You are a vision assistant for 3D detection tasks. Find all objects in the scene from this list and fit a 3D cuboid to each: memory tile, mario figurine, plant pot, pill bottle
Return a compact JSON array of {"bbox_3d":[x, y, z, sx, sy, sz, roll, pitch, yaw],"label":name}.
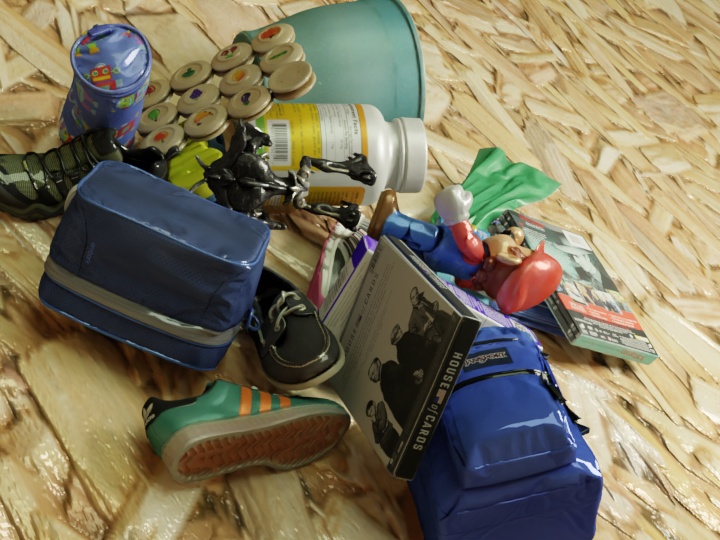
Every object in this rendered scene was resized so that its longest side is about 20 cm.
[{"bbox_3d":[-0.151,-0.193,1.501,0.200,0.017,0.153,-25,39,2],"label":"memory tile"},{"bbox_3d":[0.109,-0.029,1.420,0.200,0.106,0.123,20,7,2],"label":"mario figurine"},{"bbox_3d":[-0.050,-0.215,1.642,0.188,0.200,0.200,-7,44,-21],"label":"plant pot"},{"bbox_3d":[-0.033,-0.125,1.529,0.199,0.111,0.111,0,39,-10],"label":"pill bottle"}]

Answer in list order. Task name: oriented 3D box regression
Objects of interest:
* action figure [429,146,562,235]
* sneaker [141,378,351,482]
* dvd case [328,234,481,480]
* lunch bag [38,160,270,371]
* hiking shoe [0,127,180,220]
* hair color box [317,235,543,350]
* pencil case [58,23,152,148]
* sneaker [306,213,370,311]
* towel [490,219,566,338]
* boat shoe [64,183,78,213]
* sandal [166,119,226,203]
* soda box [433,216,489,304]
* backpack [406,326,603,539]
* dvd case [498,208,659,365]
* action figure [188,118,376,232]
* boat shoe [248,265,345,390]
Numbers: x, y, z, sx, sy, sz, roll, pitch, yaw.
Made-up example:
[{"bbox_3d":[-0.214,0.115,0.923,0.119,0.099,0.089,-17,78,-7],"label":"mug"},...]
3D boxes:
[{"bbox_3d":[0.143,-0.073,1.684,0.118,0.055,0.200,23,40,26],"label":"action figure"},{"bbox_3d":[-0.097,0.126,1.219,0.200,0.071,0.080,-1,39,-43],"label":"sneaker"},{"bbox_3d":[0.032,0.070,1.227,0.025,0.151,0.200,16,15,-23],"label":"dvd case"},{"bbox_3d":[-0.179,0.005,1.273,0.200,0.133,0.136,24,20,-1],"label":"lunch bag"},{"bbox_3d":[-0.279,-0.105,1.374,0.200,0.101,0.076,0,46,-37],"label":"hiking shoe"},{"bbox_3d":[0.062,0.064,1.362,0.200,0.109,0.065,30,11,-10],"label":"hair color box"},{"bbox_3d":[-0.258,-0.175,1.410,0.078,0.200,0.087,-26,81,-21],"label":"pencil case"},{"bbox_3d":[0.000,0.000,1.467,0.087,0.074,0.200,22,27,1],"label":"sneaker"},{"bbox_3d":[0.210,0.012,1.666,0.144,0.024,0.200,18,32,-13],"label":"towel"},{"bbox_3d":[-0.194,-0.042,1.382,0.199,0.074,0.068,19,27,-19],"label":"boat shoe"},{"bbox_3d":[-0.169,-0.103,1.499,0.087,0.079,0.200,59,6,-31],"label":"sandal"},{"bbox_3d":[0.096,0.023,1.513,0.064,0.068,0.200,24,32,-9],"label":"soda box"},{"bbox_3d":[0.117,0.137,1.239,0.162,0.168,0.200,-7,41,-11],"label":"backpack"},{"bbox_3d":[0.251,0.019,1.624,0.146,0.022,0.200,15,38,-41],"label":"dvd case"},{"bbox_3d":[-0.090,-0.085,1.394,0.200,0.119,0.102,7,2,-31],"label":"action figure"},{"bbox_3d":[-0.073,0.049,1.292,0.073,0.063,0.200,-29,25,-8],"label":"boat shoe"}]
